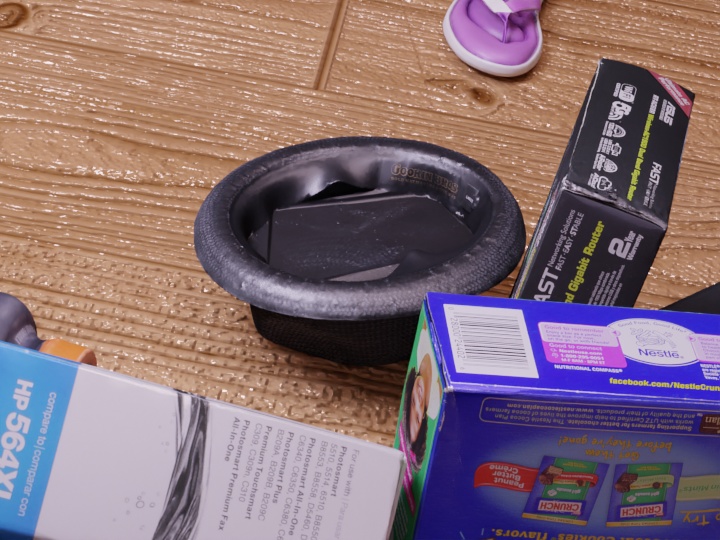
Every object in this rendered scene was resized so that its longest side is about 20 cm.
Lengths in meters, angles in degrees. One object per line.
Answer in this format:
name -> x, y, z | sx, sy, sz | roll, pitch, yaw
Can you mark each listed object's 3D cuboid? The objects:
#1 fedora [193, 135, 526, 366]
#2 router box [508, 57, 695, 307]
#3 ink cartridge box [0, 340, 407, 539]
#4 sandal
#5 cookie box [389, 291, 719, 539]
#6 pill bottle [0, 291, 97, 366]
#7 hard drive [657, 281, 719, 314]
fedora -> 0.000, 0.000, 1.109 | 0.198, 0.092, 0.201 | -1, 37, 0
router box -> 0.124, 0.002, 1.045 | 0.062, 0.201, 0.150 | 20, 37, 4
ink cartridge box -> -0.094, 0.110, 0.855 | 0.198, 0.146, 0.085 | 17, 71, -9
sandal -> 0.114, -0.223, 1.481 | 0.082, 0.050, 0.203 | 12, 36, 3
cookie box -> 0.099, 0.117, 0.885 | 0.169, 0.201, 0.075 | 4, 34, -9
pill bottle -> -0.243, 0.052, 0.972 | 0.198, 0.107, 0.107 | 14, 36, 6
hard drive -> 0.263, 0.057, 1.149 | 0.199, 0.033, 0.139 | -20, 46, -35
